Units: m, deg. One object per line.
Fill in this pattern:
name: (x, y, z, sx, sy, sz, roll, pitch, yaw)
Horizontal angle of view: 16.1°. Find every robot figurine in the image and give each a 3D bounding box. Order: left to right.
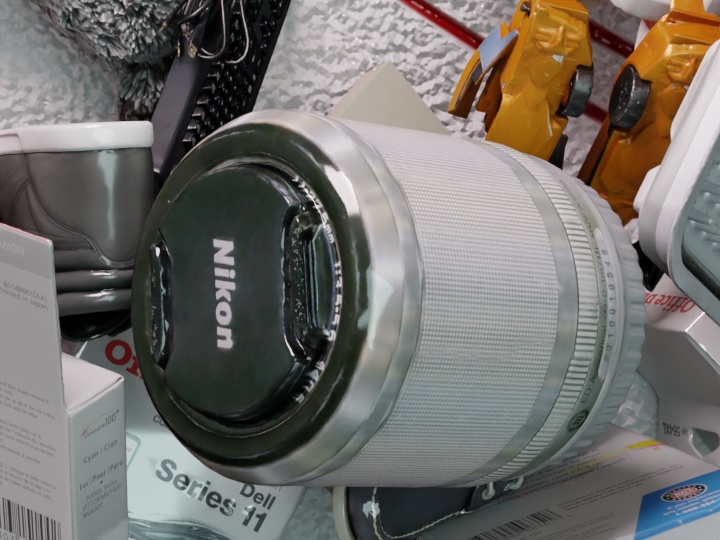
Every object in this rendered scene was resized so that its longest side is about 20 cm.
robot figurine: (0.098, -0.053, 1.254, 0.145, 0.058, 0.200, 13, 132, -13)

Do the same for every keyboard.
keyboard: (-0.060, -0.103, 1.242, 0.104, 0.040, 0.200, 67, 31, -47)

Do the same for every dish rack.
dish rack: (0.198, -0.051, 1.215, 0.172, 0.043, 0.200, -63, 147, -6)

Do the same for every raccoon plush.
raccoon plush: (-0.156, -0.129, 1.259, 0.134, 0.097, 0.201, -6, 94, -9)

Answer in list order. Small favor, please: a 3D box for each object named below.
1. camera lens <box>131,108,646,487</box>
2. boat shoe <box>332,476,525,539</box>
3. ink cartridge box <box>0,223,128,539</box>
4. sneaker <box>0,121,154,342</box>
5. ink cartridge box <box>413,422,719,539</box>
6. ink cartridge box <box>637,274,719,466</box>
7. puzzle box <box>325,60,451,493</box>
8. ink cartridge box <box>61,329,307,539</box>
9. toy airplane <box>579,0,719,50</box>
camera lens: (0.011, 0.016, 1.129, 0.200, 0.160, 0.160, 6, 90, -46)
boat shoe: (0.059, 0.080, 1.263, 0.200, 0.063, 0.073, -35, 120, -47)
ink cartridge box: (-0.196, 0.031, 1.170, 0.045, 0.200, 0.177, -32, 132, -46)
sneaker: (-0.150, -0.016, 1.201, 0.071, 0.200, 0.099, -3, 91, -26)
ink cartridge box: (0.113, 0.177, 1.286, 0.147, 0.200, 0.145, -18, 103, -16)
ink cartridge box: (0.234, 0.020, 1.359, 0.200, 0.129, 0.125, -46, 103, -11)
puzzle box: (0.000, 0.000, 1.294, 0.133, 0.025, 0.200, 51, 50, -13)
ink cartridge box: (-0.126, 0.131, 1.276, 0.146, 0.083, 0.200, 30, 82, -17)
toy airplane: (0.138, -0.167, 1.319, 0.200, 0.141, 0.199, 48, 46, 1)
